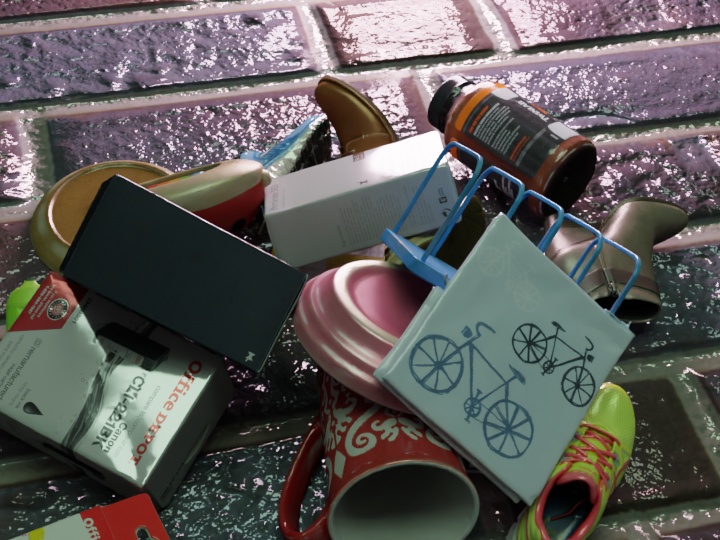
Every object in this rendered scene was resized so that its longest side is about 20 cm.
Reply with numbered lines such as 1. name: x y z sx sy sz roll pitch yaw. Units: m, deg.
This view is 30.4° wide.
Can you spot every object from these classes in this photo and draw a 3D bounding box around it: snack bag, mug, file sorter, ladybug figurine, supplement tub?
1. snack bag: 0.131 0.073 1.172 0.189 0.021 0.200 41 70 -15
2. mug: 0.003 0.156 1.219 0.177 0.134 0.200 -9 38 -3
3. file sorter: 0.145 -0.017 1.262 0.200 0.123 0.139 31 7 -16
4. ladybug figurine: -0.186 -0.065 1.406 0.200 0.072 0.136 -14 11 14
5. supplement tub: 0.172 -0.153 1.559 0.107 0.107 0.200 -33 56 -31

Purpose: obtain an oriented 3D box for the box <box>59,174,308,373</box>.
1. box: -0.172 0.002 1.256 0.200 0.182 0.104 28 86 -14

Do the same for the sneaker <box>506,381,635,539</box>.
1. sneaker: 0.203 0.186 1.203 0.078 0.090 0.200 26 67 5

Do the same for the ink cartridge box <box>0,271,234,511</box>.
1. ink cartridge box: -0.241 0.114 1.251 0.200 0.084 0.144 25 68 13

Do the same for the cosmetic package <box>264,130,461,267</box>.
1. cosmetic package: 0.000 -0.075 1.407 0.200 0.074 0.102 -15 26 3

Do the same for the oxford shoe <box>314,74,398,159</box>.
1. oxford shoe: 0.002 -0.135 1.513 0.071 0.071 0.200 -33 83 -26

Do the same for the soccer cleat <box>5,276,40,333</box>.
1. soccer cleat: -0.263 0.056 1.363 0.199 0.068 0.081 3 68 -5

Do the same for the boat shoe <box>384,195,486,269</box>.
1. boat shoe: 0.063 -0.011 1.408 0.066 0.074 0.200 -1 29 38

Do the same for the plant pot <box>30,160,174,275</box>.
1. plant pot: -0.272 -0.062 1.496 0.200 0.028 0.200 2 45 -2

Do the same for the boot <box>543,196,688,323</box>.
1. boot: 0.292 -0.006 1.443 0.200 0.070 0.146 -6 45 -15

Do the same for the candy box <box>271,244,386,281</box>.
1. candy box: 0.000 0.000 1.453 0.199 0.026 0.102 6 42 2

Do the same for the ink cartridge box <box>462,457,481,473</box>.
1. ink cartridge box: 0.127 0.117 1.336 0.199 0.043 0.198 3 46 0

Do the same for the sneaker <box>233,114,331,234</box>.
1. sneaker: -0.104 -0.126 1.537 0.090 0.079 0.200 21 45 25

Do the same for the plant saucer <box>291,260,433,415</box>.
1. plant saucer: 0.037 0.053 1.222 0.200 0.051 0.201 19 27 -10

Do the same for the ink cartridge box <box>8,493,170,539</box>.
1. ink cartridge box: -0.255 0.281 1.131 0.200 0.067 0.116 -18 50 -20
